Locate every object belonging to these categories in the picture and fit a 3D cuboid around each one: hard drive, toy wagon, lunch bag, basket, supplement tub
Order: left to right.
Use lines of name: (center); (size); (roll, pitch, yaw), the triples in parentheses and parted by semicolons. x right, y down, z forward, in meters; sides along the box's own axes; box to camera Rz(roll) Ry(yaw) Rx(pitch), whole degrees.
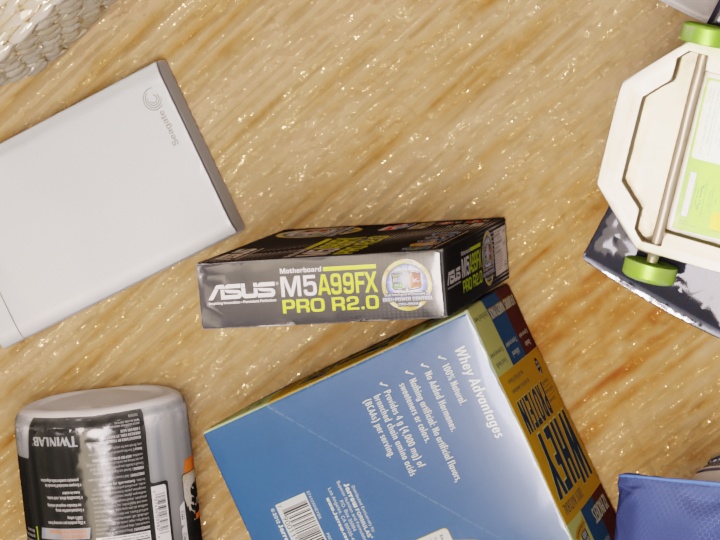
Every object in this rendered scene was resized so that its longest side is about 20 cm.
basket: (-0.239, -0.205, 1.528); (0.135, 0.200, 0.123); (-41, 92, 16)
hard drive: (-0.197, -0.045, 1.622); (0.199, 0.027, 0.132); (-26, 90, 16)
supplement tub: (-0.171, 0.187, 1.595); (0.122, 0.123, 0.201); (-4, 96, 15)
lunch bag: (0.243, 0.208, 1.417); (0.135, 0.200, 0.133); (2, 78, 44)
toy wagon: (0.242, -0.054, 1.345); (0.199, 0.040, 0.156); (16, 101, 13)

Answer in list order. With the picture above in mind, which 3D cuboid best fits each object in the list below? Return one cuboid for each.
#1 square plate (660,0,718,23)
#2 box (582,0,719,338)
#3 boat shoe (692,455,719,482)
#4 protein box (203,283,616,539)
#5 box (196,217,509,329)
square plate: (0.191, -0.286, 1.461); (0.198, 0.028, 0.201); (32, 105, 31)
box: (0.238, -0.075, 1.439); (0.104, 0.148, 0.201); (30, 103, 9)
boat shoe: (0.312, 0.104, 1.492); (0.199, 0.075, 0.093); (-7, 67, 25)
protein box: (0.039, 0.145, 1.527); (0.199, 0.135, 0.199); (-25, 90, 17)
box: (0.000, 0.000, 1.485); (0.159, 0.200, 0.045); (-2, 96, 16)
